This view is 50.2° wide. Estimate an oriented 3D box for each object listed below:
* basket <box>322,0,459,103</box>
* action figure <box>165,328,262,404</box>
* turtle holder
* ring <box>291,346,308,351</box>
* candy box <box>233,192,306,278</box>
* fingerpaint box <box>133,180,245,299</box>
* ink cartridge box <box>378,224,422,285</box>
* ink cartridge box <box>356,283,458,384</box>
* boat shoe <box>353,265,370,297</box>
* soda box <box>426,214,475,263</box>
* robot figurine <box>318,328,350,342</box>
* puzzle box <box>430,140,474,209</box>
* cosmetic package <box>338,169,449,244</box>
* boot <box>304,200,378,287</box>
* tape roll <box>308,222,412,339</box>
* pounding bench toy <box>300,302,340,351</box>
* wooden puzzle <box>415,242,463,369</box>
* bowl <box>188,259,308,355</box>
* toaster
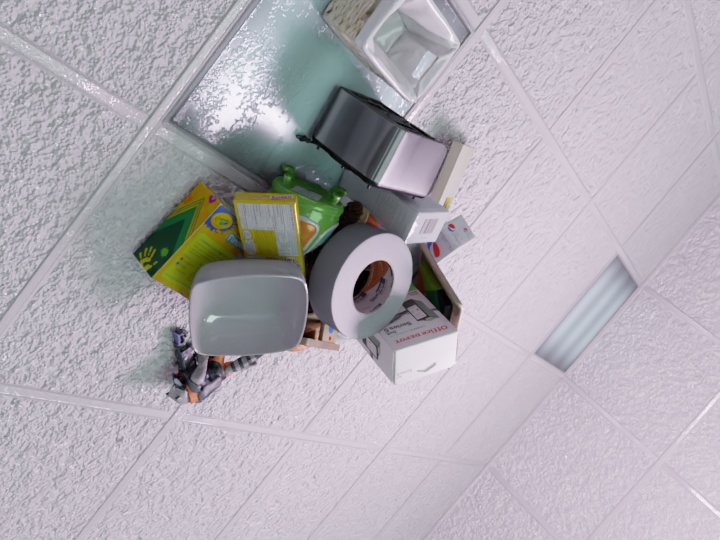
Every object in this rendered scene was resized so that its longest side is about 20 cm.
[{"bbox_3d":[0.050,-0.391,1.251,0.136,0.123,0.200,-51,149,5],"label":"basket"},{"bbox_3d":[-0.295,0.183,1.493,0.193,0.104,0.201,-40,148,-24],"label":"action figure"},{"bbox_3d":[-0.111,-0.106,1.370,0.140,0.186,0.133,15,107,-28],"label":"turtle holder"},{"bbox_3d":[-0.106,0.097,1.699,0.199,0.019,0.201,-30,143,-25],"label":"ring"},{"bbox_3d":[-0.149,-0.050,1.287,0.101,0.027,0.201,1,139,2],"label":"candy box"},{"bbox_3d":[-0.261,-0.033,1.321,0.167,0.073,0.200,-47,149,1],"label":"fingerpaint box"},{"bbox_3d":[0.070,-0.027,1.651,0.084,0.145,0.200,-42,147,-10],"label":"ink cartridge box"},{"bbox_3d":[0.078,0.115,1.492,0.144,0.200,0.085,-15,126,-23],"label":"ink cartridge box"},{"bbox_3d":[0.000,0.000,1.502,0.201,0.064,0.073,-68,151,-21],"label":"boat shoe"},{"bbox_3d":[0.179,-0.052,1.748,0.068,0.064,0.200,-29,174,-27],"label":"soda box"},{"bbox_3d":[-0.026,0.072,1.629,0.200,0.113,0.170,-51,178,25],"label":"robot figurine"},{"bbox_3d":[0.186,-0.180,1.663,0.202,0.025,0.133,-67,165,12],"label":"puzzle box"},{"bbox_3d":[0.061,-0.135,1.470,0.101,0.200,0.072,-5,130,-47],"label":"cosmetic package"},{"bbox_3d":[-0.034,-0.020,1.424,0.200,0.075,0.107,-50,138,-2],"label":"boot"},{"bbox_3d":[0.002,0.019,1.381,0.199,0.066,0.202,-24,126,-37],"label":"tape roll"},{"bbox_3d":[-0.142,0.065,1.536,0.124,0.198,0.158,21,77,-58],"label":"pounding bench toy"},{"bbox_3d":[0.147,0.074,1.550,0.037,0.186,0.201,-13,135,-14],"label":"wooden puzzle"},{"bbox_3d":[-0.192,0.055,1.310,0.198,0.075,0.201,-1,136,-12],"label":"bowl"},{"bbox_3d":[0.027,-0.224,1.359,0.199,0.181,0.119,5,119,-53],"label":"toaster"}]
